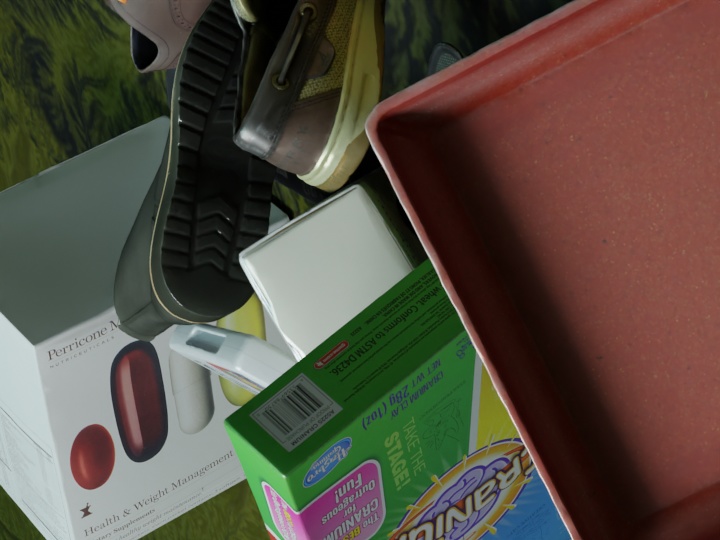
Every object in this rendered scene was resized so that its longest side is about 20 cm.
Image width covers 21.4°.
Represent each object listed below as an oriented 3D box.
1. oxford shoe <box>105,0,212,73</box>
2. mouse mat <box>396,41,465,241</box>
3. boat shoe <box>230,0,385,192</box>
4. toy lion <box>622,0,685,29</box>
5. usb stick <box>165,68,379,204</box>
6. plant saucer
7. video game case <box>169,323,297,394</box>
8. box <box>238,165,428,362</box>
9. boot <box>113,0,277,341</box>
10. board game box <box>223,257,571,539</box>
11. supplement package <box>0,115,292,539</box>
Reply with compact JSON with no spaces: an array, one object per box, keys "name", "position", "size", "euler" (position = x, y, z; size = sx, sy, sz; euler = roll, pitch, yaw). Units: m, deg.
[{"name":"oxford shoe","position":[-0.108,-0.168,1.033],"size":[0.071,0.072,0.200],"euler":[59,170,27]},{"name":"mouse mat","position":[0.087,0.008,0.807],"size":[0.200,0.008,0.161],"euler":[47,159,15]},{"name":"boat shoe","position":[-0.027,-0.131,0.880],"size":[0.073,0.065,0.201],"euler":[-45,37,42]},{"name":"toy lion","position":[0.016,-0.141,0.765],"size":[0.192,0.199,0.069],"euler":[-164,83,-69]},{"name":"usb stick","position":[-0.054,-0.082,1.116],"size":[0.200,0.033,0.056],"euler":[32,134,47]},{"name":"plant saucer","position":[0.133,-0.014,0.691],"size":[0.200,0.199,0.037],"euler":[63,-174,-1]},{"name":"video game case","position":[0.003,0.082,1.012],"size":[0.199,0.023,0.182],"euler":[30,174,-15]},{"name":"box","position":[0.000,0.000,0.940],"size":[0.082,0.068,0.200],"euler":[59,-173,-4]},{"name":"boot","position":[-0.089,-0.062,1.041],"size":[0.077,0.201,0.138],"euler":[23,162,-17]},{"name":"board game box","position":[0.031,0.087,0.830],"size":[0.040,0.153,0.200],"euler":[39,158,35]},{"name":"supplement package","position":[-0.153,0.046,1.237],"size":[0.147,0.191,0.201],"euler":[39,146,39]}]
